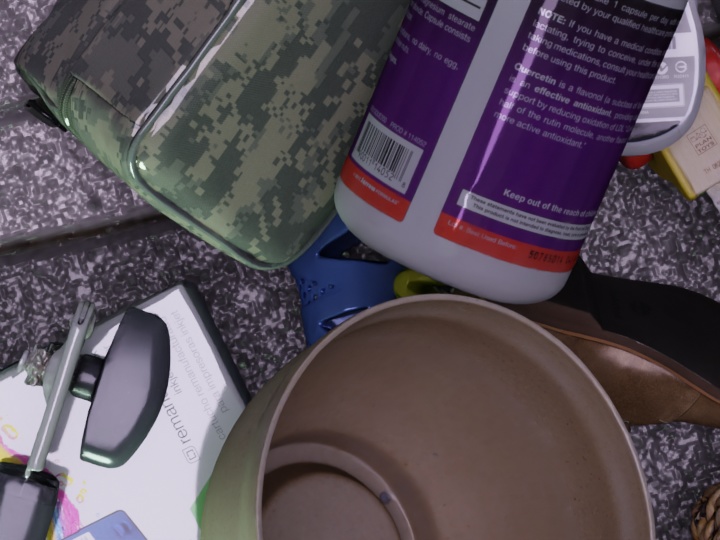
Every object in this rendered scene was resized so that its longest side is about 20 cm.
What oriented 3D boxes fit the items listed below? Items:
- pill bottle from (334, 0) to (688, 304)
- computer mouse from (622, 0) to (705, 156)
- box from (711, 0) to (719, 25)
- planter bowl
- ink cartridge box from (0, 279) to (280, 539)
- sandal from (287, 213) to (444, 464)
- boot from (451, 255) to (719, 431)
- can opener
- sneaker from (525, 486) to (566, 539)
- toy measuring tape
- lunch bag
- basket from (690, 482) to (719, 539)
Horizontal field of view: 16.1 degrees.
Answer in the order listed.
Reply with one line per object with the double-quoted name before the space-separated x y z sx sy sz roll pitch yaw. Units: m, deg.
"pill bottle" 0.072 -0.094 1.111 0.112 0.112 0.200 22 103 -3
"computer mouse" 0.118 -0.154 1.174 0.109 0.044 0.200 -1 99 8
"box" 0.277 -0.140 1.174 0.200 0.199 0.131 -19 91 -2
"planter bowl" 0.011 0.122 1.119 0.200 0.135 0.201 9 73 -29
"ink cartridge box" -0.139 0.112 1.213 0.200 0.088 0.145 -26 92 0
"sandal" 0.000 0.000 1.230 0.087 0.079 0.200 18 86 13
"boot" 0.134 0.050 1.247 0.200 0.074 0.076 21 120 -8
"can opener" -0.143 0.109 1.143 0.066 0.053 0.200 21 91 -4
"sneaker" 0.093 0.176 1.217 0.074 0.085 0.200 -6 101 -3
"toy measuring tape" 0.167 -0.048 1.230 0.074 0.074 0.200 -30 85 -2
"lunch bag" -0.059 -0.126 1.183 0.200 0.168 0.139 -54 137 1
"basket" 0.248 0.182 1.178 0.143 0.149 0.200 -30 109 -2
